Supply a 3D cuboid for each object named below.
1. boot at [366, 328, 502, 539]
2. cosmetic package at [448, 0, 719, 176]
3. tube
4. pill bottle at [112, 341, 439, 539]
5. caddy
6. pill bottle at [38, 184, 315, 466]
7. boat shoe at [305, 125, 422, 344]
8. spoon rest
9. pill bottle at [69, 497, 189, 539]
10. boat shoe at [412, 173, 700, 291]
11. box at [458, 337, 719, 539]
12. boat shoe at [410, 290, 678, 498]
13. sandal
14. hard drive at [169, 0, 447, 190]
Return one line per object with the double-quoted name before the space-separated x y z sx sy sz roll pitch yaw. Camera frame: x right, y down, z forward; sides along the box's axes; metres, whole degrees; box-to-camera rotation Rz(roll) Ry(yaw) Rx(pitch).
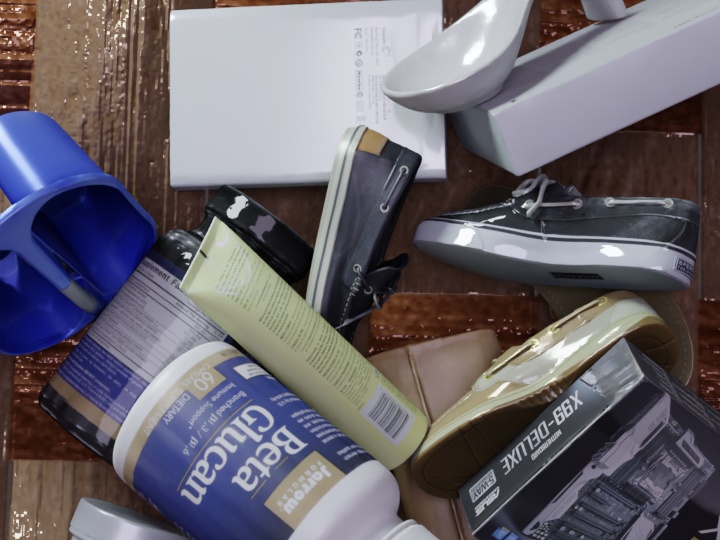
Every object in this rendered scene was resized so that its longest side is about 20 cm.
"boot" 0.033 0.157 1.098 0.175 0.066 0.200 -12 82 -6
"cosmetic package" 0.170 -0.137 1.083 0.200 0.151 0.052 -25 103 -4
"tube" -0.038 0.053 1.022 0.052 0.058 0.200 -47 111 -5
"pill bottle" -0.047 0.142 0.953 0.200 0.111 0.111 36 84 19
"caddy" -0.216 -0.015 1.039 0.141 0.200 0.105 -40 71 -3
"pill bottle" -0.122 0.044 1.074 0.112 0.112 0.200 37 83 1
"boat shoe" 0.000 0.000 1.080 0.062 0.075 0.200 14 105 6
"spoon rest" 0.098 -0.166 1.073 0.200 0.099 0.061 -31 113 -29
"pill bottle" -0.189 0.262 1.049 0.112 0.112 0.200 20 84 0
"boat shoe" 0.133 -0.031 1.059 0.199 0.074 0.068 4 73 31
"box" 0.192 0.158 1.040 0.200 0.050 0.158 37 109 -26
"boat shoe" 0.120 0.084 1.051 0.200 0.066 0.074 -31 123 8
"sandal" 0.166 0.015 1.116 0.212 0.070 0.078 42 98 24
"hard drive" -0.038 -0.127 1.121 0.200 0.026 0.132 -2 84 7
